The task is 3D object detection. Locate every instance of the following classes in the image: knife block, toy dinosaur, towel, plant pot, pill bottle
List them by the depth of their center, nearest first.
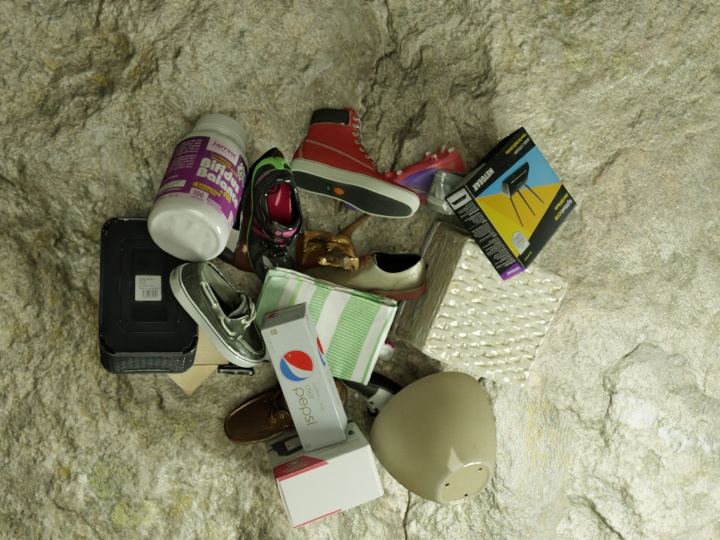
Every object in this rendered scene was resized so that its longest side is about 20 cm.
[{"bbox_3d":[-0.217,-0.121,1.419,0.110,0.202,0.113,6,141,5],"label":"pill bottle"},{"bbox_3d":[-0.060,0.084,1.491,0.197,0.023,0.154,15,115,-11],"label":"towel"},{"bbox_3d":[-0.031,-0.037,1.498,0.104,0.201,0.061,6,116,-1],"label":"toy dinosaur"},{"bbox_3d":[-0.230,0.087,1.525,0.176,0.064,0.200,-45,106,-3],"label":"knife block"},{"bbox_3d":[0.129,0.273,1.545,0.197,0.135,0.203,-15,133,-17],"label":"plant pot"}]

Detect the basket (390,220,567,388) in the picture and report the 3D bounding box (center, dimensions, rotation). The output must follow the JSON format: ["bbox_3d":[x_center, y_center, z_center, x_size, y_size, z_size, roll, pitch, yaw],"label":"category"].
[{"bbox_3d":[0.182,0.056,1.564,0.198,0.161,0.201,22,94,-17],"label":"basket"}]

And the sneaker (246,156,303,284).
[{"bbox_3d":[-0.121,-0.057,1.450,0.076,0.084,0.203,-10,116,-15],"label":"sneaker"}]

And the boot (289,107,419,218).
[{"bbox_3d":[0.007,-0.166,1.492,0.197,0.073,0.146,20,62,5],"label":"boot"}]

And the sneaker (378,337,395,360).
[{"bbox_3d":[-0.045,0.115,1.570,0.197,0.081,0.090,13,102,-8],"label":"sneaker"}]

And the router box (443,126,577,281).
[{"bbox_3d":[0.222,-0.101,1.484,0.150,0.051,0.200,53,46,-7],"label":"router box"}]

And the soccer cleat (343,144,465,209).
[{"bbox_3d":[0.071,-0.125,1.557,0.198,0.067,0.077,-25,109,-10],"label":"soccer cleat"}]

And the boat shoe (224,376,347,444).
[{"bbox_3d":[-0.118,0.205,1.552,0.197,0.068,0.073,-19,66,0],"label":"boat shoe"}]

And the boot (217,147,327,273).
[{"bbox_3d":[-0.099,-0.061,1.527,0.198,0.068,0.190,26,90,-18],"label":"boot"}]

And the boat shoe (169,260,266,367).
[{"bbox_3d":[-0.180,0.063,1.404,0.063,0.071,0.200,-16,133,27],"label":"boat shoe"}]

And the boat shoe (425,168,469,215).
[{"bbox_3d":[0.179,-0.130,1.538,0.200,0.074,0.066,-11,120,-39],"label":"boat shoe"}]

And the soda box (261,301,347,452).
[{"bbox_3d":[-0.079,0.152,1.464,0.067,0.064,0.203,-16,109,6],"label":"soda box"}]

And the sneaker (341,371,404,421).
[{"bbox_3d":[0.044,0.222,1.605,0.198,0.074,0.089,28,97,-20],"label":"sneaker"}]

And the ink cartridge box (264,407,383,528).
[{"bbox_3d":[-0.061,0.290,1.530,0.143,0.200,0.086,-18,101,-8],"label":"ink cartridge box"}]

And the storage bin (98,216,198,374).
[{"bbox_3d":[-0.299,0.036,1.438,0.133,0.094,0.203,1,67,-13],"label":"storage bin"}]

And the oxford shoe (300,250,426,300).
[{"bbox_3d":[0.000,0.000,1.505,0.196,0.071,0.075,-5,136,-3],"label":"oxford shoe"}]
